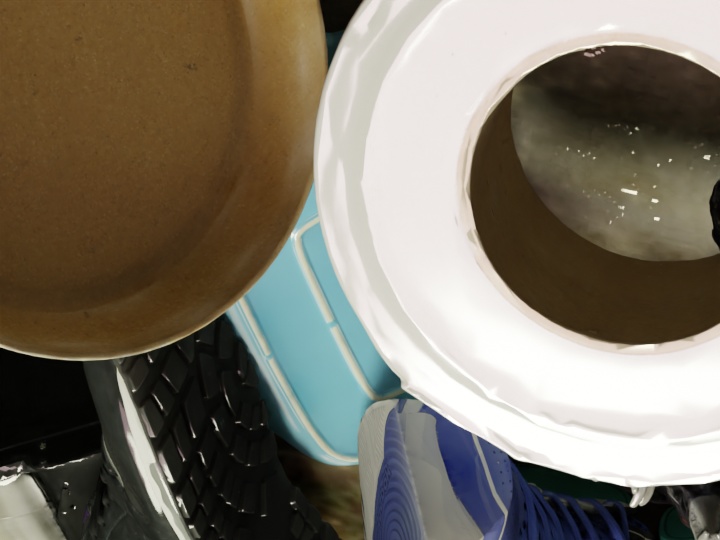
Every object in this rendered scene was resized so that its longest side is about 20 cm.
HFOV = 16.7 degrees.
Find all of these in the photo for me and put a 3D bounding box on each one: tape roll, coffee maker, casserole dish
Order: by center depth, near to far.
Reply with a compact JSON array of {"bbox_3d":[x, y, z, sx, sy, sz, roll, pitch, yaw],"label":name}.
[{"bbox_3d":[0.088,-0.034,0.771,0.202,0.071,0.203,6,116,13],"label":"tape roll"},{"bbox_3d":[0.000,0.000,0.892,0.121,0.039,0.200,-28,134,-3],"label":"casserole dish"},{"bbox_3d":[-0.080,0.101,1.026,0.192,0.135,0.200,1,139,21],"label":"coffee maker"}]

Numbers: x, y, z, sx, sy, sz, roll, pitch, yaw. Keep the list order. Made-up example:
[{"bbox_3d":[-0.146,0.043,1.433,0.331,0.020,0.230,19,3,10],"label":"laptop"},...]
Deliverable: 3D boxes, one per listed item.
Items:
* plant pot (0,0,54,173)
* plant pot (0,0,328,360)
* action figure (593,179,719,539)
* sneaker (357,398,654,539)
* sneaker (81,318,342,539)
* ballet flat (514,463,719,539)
[{"bbox_3d":[-0.158,-0.047,0.848,0.134,0.200,0.200,5,146,-17],"label":"plant pot"},{"bbox_3d":[-0.098,-0.070,0.773,0.200,0.200,0.027,40,152,-25],"label":"plant pot"},{"bbox_3d":[0.138,0.054,0.902,0.119,0.102,0.200,8,142,-5],"label":"action figure"},{"bbox_3d":[0.060,0.104,0.922,0.115,0.081,0.199,-8,151,-6],"label":"sneaker"},{"bbox_3d":[-0.074,0.088,0.894,0.088,0.076,0.200,-3,133,24],"label":"sneaker"},{"bbox_3d":[0.118,0.124,1.015,0.200,0.068,0.068,3,116,22],"label":"ballet flat"}]
